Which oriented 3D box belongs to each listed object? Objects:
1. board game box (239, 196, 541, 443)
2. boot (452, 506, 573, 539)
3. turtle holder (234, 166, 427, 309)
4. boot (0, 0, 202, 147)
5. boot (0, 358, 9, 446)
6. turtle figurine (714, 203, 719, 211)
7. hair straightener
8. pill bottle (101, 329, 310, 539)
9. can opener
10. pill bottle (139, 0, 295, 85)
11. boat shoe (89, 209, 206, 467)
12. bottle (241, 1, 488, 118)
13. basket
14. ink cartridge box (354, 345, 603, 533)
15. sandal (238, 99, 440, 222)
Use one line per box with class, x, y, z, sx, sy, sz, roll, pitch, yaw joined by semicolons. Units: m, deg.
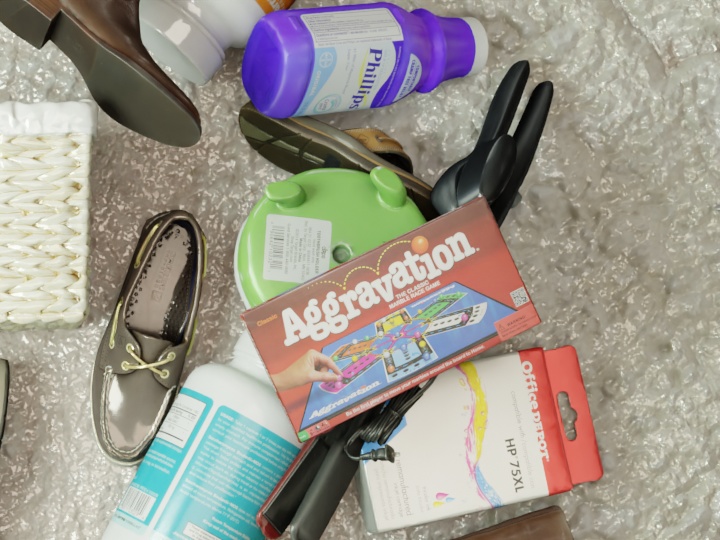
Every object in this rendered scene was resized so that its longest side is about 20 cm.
board game box;0.023;0.035;1.620;0.199;0.019;0.104;-26;93;-10
boot;0.092;0.289;1.725;0.198;0.064;0.188;-8;90;-15
turtle holder;-0.008;-0.009;1.704;0.184;0.132;0.142;-24;82;-17
boot;-0.147;-0.210;1.628;0.186;0.064;0.200;40;53;-8
boot;-0.351;0.147;1.670;0.149;0.073;0.202;17;88;-7
turtle figurine;0.422;-0.003;1.768;0.193;0.144;0.201;-26;92;-14
hair straightener;0.008;0.127;1.660;0.200;0.077;0.041;-51;135;-22
pill bottle;-0.105;0.148;1.686;0.110;0.111;0.201;29;81;-5
can opener;0.112;-0.090;1.735;0.063;0.078;0.200;50;40;-18
pill bottle;-0.090;-0.246;1.725;0.112;0.112;0.200;38;81;-4
boat shoe;-0.162;0.051;1.712;0.071;0.060;0.202;16;82;-8
bottle;0.007;-0.166;1.729;0.199;0.084;0.065;-8;49;-33
basket;-0.291;-0.035;1.631;0.196;0.200;0.162;-2;87;-10
ink cartridge box;0.092;0.128;1.739;0.198;0.067;0.117;-12;85;-9
sandal;-0.002;-0.085;1.753;0.199;0.082;0.055;30;59;2
